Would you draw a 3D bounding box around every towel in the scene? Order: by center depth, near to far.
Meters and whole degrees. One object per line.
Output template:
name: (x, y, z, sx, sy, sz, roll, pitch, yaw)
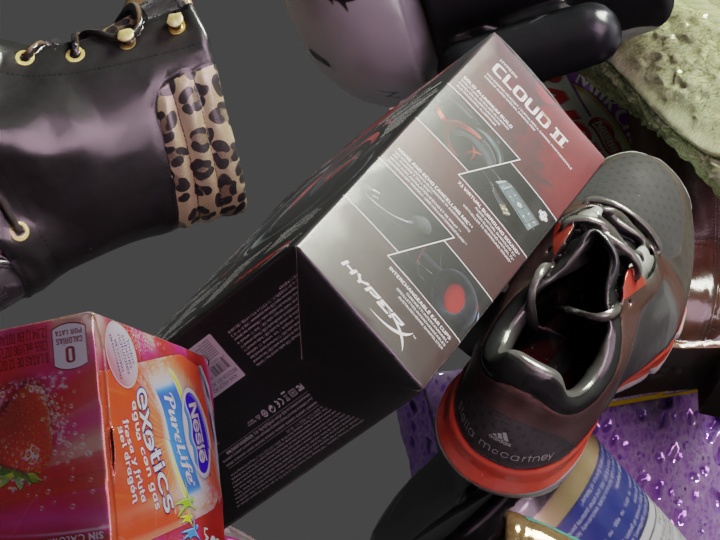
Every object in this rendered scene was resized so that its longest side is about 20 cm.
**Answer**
towel: (0.166, -0.125, 1.269, 0.148, 0.200, 0.037, -36, 138, -8)

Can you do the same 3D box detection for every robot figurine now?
robot figurine: (0.062, -0.148, 1.218, 0.199, 0.150, 0.125, -18, 99, 3)

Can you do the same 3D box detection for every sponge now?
sponge: (0.115, 0.092, 1.293, 0.199, 0.030, 0.112, -7, 78, -33)

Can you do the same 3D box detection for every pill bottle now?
pill bottle: (0.105, 0.159, 1.185, 0.200, 0.112, 0.112, 49, 57, -13)

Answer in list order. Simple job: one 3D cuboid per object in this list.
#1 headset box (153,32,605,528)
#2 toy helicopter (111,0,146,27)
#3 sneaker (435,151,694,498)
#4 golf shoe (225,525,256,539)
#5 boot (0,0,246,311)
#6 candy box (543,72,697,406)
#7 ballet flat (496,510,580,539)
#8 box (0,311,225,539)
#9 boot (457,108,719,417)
headset box: (0.000, 0.000, 1.119, 0.075, 0.149, 0.200, 48, 41, -6)
toy helicopter: (-0.071, -0.159, 1.211, 0.079, 0.132, 0.201, 21, 80, 7)
sneaker: (0.099, 0.007, 1.134, 0.077, 0.082, 0.200, 26, 46, 4)
golf shoe: (-0.083, 0.111, 1.131, 0.200, 0.091, 0.075, 39, 62, -14)
boot: (-0.141, -0.086, 1.140, 0.150, 0.073, 0.201, -18, 88, -12)
candy box: (0.103, -0.033, 1.309, 0.102, 0.026, 0.201, -6, 68, -35)
ballet flat: (0.013, 0.171, 1.089, 0.072, 0.068, 0.200, 44, 93, -6)
box: (-0.158, 0.084, 1.019, 0.100, 0.199, 0.096, 26, 55, -66)
boot: (0.123, -0.037, 1.271, 0.186, 0.064, 0.201, 15, 55, -17)
